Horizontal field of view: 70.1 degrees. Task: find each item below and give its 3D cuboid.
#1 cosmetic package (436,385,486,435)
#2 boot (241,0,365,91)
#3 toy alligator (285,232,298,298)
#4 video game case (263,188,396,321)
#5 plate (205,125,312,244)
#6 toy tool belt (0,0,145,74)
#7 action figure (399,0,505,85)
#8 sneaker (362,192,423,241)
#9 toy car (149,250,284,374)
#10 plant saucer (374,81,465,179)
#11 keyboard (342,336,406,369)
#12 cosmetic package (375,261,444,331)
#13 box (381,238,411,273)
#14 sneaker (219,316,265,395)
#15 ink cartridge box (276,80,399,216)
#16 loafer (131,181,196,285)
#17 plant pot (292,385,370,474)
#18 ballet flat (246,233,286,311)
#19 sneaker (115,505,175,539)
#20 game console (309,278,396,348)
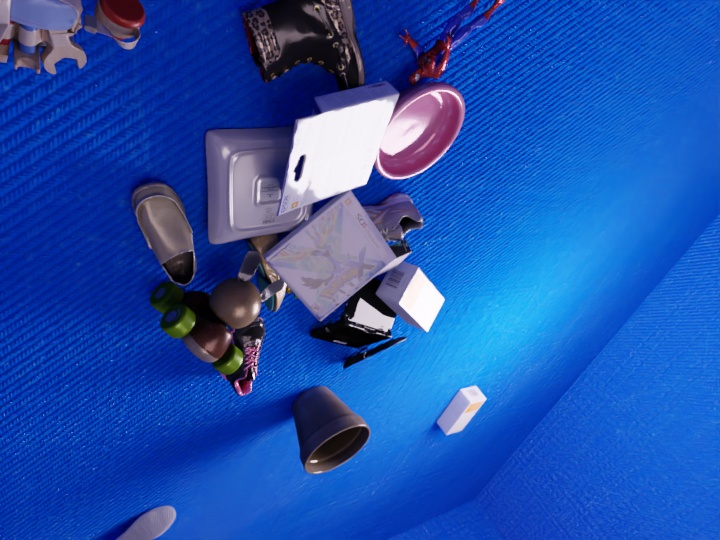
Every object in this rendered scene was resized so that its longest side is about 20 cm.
[{"bbox_3d":[0.398,0.554,2.031,0.101,0.071,0.200,-1,130,-39],"label":"cosmetic package"},{"bbox_3d":[-0.077,-0.312,0.746,0.150,0.073,0.200,-27,145,-11],"label":"boot"},{"bbox_3d":[-0.122,-0.002,1.042,0.059,0.054,0.201,-19,139,-24],"label":"toy alligator"},{"bbox_3d":[-0.052,-0.025,0.970,0.200,0.022,0.182,-39,123,-3],"label":"video game case"},{"bbox_3d":[-0.158,-0.140,0.867,0.199,0.032,0.201,-13,128,-32],"label":"plate"},{"bbox_3d":[-0.350,-0.274,0.546,0.199,0.125,0.123,7,156,-39],"label":"toy tool belt"},{"bbox_3d":[0.142,-0.395,0.839,0.200,0.065,0.099,-49,159,12],"label":"action figure"},{"bbox_3d":[0.039,-0.089,1.054,0.199,0.092,0.076,-27,141,-14],"label":"sneaker"},{"bbox_3d":[-0.241,0.056,0.933,0.200,0.158,0.164,-42,133,-6],"label":"toy car"},{"bbox_3d":[0.098,-0.260,0.943,0.200,0.051,0.201,-27,150,-17],"label":"plant saucer"},{"bbox_3d":[0.022,0.207,1.344,0.104,0.040,0.200,-16,166,-46],"label":"keyboard"},{"bbox_3d":[0.126,0.064,1.263,0.102,0.071,0.200,-61,144,-10],"label":"cosmetic package"},{"bbox_3d":[0.000,0.000,1.096,0.199,0.036,0.144,-24,172,-13],"label":"box"},{"bbox_3d":[-0.243,0.190,1.110,0.079,0.095,0.201,-2,129,-36],"label":"sneaker"},{"bbox_3d":[-0.047,-0.194,0.819,0.199,0.043,0.197,-24,154,-33],"label":"ink cartridge box"},{"bbox_3d":[-0.304,-0.053,0.828,0.075,0.068,0.200,-26,141,-16],"label":"loafer"},{"bbox_3d":[-0.099,0.420,1.399,0.199,0.174,0.201,-22,139,-21],"label":"plant pot"},{"bbox_3d":[-0.169,0.004,1.001,0.063,0.069,0.200,-29,143,-22],"label":"ballet flat"},{"bbox_3d":[-0.595,0.709,1.394,0.200,0.074,0.082,-30,172,-19],"label":"sneaker"},{"bbox_3d":[-0.007,0.108,1.281,0.175,0.117,0.200,-22,152,31],"label":"game console"}]
